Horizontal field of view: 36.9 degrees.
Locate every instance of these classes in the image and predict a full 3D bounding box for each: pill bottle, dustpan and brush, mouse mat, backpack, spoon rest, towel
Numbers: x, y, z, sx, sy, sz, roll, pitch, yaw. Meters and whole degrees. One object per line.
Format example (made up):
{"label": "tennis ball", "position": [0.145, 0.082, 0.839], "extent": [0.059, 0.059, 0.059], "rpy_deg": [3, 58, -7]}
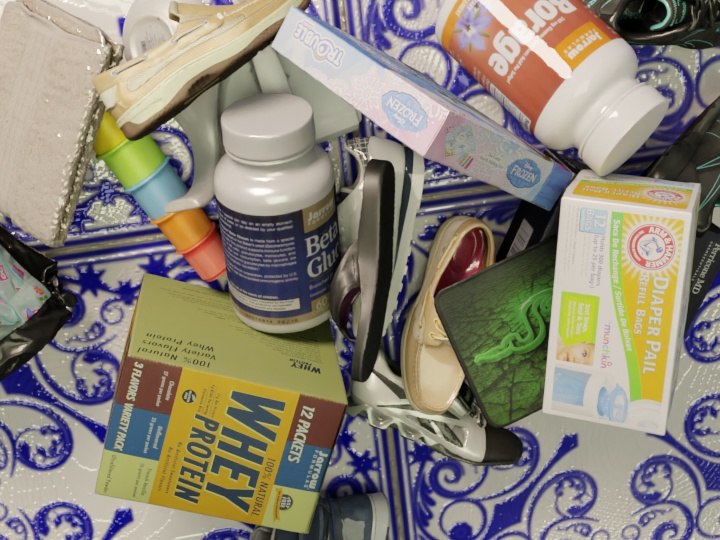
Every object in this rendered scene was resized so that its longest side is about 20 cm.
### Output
{"label": "pill bottle", "position": [0.169, -0.181, 0.947], "extent": [0.112, 0.112, 0.200], "rpy_deg": [-47, 73, 10]}
{"label": "dustpan and brush", "position": [-0.088, -0.195, 0.983], "extent": [0.138, 0.057, 0.202], "rpy_deg": [-20, 110, 0]}
{"label": "mouse mat", "position": [0.184, 0.049, 1.023], "extent": [0.198, 0.008, 0.162], "rpy_deg": [-26, 110, 2]}
{"label": "backpack", "position": [-0.384, 0.015, 0.984], "extent": [0.166, 0.127, 0.201], "rpy_deg": [-35, 107, 9]}
{"label": "pill bottle", "position": [-0.075, -0.053, 0.984], "extent": [0.109, 0.112, 0.202], "rpy_deg": [-7, 126, -5]}
{"label": "spoon rest", "position": [-0.164, -0.156, 0.974], "extent": [0.098, 0.060, 0.203], "rpy_deg": [-6, 95, 27]}
{"label": "towel", "position": [-0.287, -0.134, 0.956], "extent": [0.132, 0.034, 0.202], "rpy_deg": [28, 108, 24]}

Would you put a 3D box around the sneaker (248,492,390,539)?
{"label": "sneaker", "position": [-0.054, 0.335, 1.158], "extent": [0.144, 0.077, 0.205], "rpy_deg": [4, 100, -21]}

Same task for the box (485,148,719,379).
{"label": "box", "position": [0.233, 0.012, 1.074], "extent": [0.180, 0.104, 0.202], "rpy_deg": [20, 106, -12]}

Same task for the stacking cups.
{"label": "stacking cups", "position": [-0.194, -0.074, 1.017], "extent": [0.060, 0.061, 0.201], "rpy_deg": [-31, 113, 4]}

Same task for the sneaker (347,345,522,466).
{"label": "sneaker", "position": [0.088, 0.138, 1.115], "extent": [0.198, 0.074, 0.089], "rpy_deg": [21, 102, -10]}

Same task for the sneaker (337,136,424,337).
{"label": "sneaker", "position": [0.007, -0.028, 1.050], "extent": [0.079, 0.076, 0.203], "rpy_deg": [7, 98, -10]}

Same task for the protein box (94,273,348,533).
{"label": "protein box", "position": [-0.130, 0.119, 1.014], "extent": [0.196, 0.200, 0.137], "rpy_deg": [14, 107, -12]}

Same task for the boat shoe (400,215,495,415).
{"label": "boat shoe", "position": [0.087, 0.044, 1.056], "extent": [0.073, 0.069, 0.203], "rpy_deg": [11, 88, -11]}

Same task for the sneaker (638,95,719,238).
{"label": "sneaker", "position": [0.332, -0.104, 1.022], "extent": [0.079, 0.076, 0.200], "rpy_deg": [44, 59, 6]}

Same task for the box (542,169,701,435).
{"label": "box", "position": [0.229, 0.024, 0.944], "extent": [0.111, 0.101, 0.203], "rpy_deg": [8, 110, 20]}

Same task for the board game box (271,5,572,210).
{"label": "board game box", "position": [0.054, -0.135, 0.907], "extent": [0.198, 0.200, 0.044], "rpy_deg": [13, 113, -51]}

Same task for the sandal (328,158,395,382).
{"label": "sandal", "position": [0.000, -0.001, 0.991], "extent": [0.047, 0.075, 0.204], "rpy_deg": [5, 91, 15]}

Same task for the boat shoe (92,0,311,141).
{"label": "boat shoe", "position": [-0.135, -0.196, 0.906], "extent": [0.199, 0.072, 0.077], "rpy_deg": [-38, 96, -12]}

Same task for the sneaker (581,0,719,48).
{"label": "sneaker", "position": [0.300, -0.237, 1.002], "extent": [0.197, 0.079, 0.076], "rpy_deg": [-8, 109, -6]}
